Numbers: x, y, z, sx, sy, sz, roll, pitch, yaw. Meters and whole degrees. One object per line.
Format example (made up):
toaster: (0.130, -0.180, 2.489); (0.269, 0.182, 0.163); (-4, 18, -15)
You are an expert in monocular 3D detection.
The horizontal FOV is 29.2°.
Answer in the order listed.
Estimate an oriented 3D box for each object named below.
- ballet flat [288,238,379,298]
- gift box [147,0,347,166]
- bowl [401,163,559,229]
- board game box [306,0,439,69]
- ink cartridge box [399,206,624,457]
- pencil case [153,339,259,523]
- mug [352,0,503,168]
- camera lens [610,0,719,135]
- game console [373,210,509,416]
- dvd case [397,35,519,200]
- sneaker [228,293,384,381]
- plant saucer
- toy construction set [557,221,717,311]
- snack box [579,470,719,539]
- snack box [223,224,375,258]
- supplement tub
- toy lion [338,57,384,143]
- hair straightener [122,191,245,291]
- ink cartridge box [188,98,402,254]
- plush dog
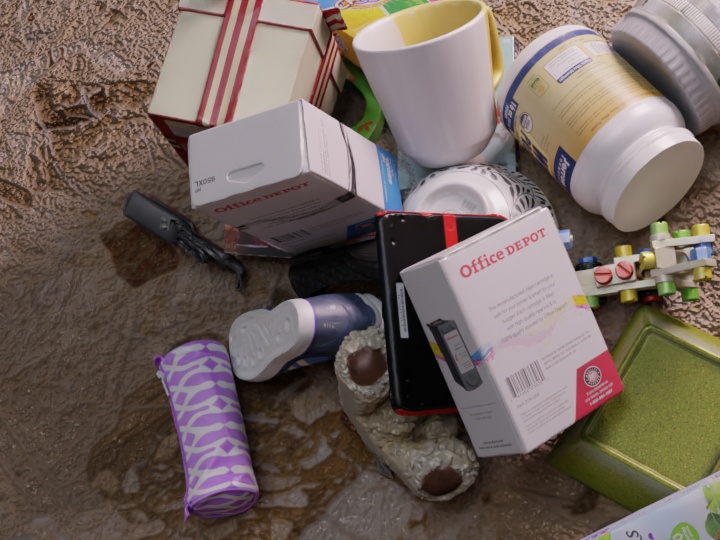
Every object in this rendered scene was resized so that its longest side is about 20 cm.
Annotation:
ballet flat: (0.000, 0.000, 1.489); (0.199, 0.057, 0.066); (-6, 17, 46)
gift box: (-0.116, -0.218, 1.543); (0.183, 0.200, 0.188); (12, 74, 10)
bowl: (0.109, -0.039, 1.493); (0.199, 0.094, 0.202); (-6, 71, 18)
board game box: (0.023, -0.313, 1.650); (0.152, 0.041, 0.200); (-30, 45, -21)
ink cartridge box: (0.148, 0.060, 1.337); (0.147, 0.085, 0.201); (-25, 92, -31)
pencil case: (-0.169, 0.171, 1.510); (0.085, 0.084, 0.201); (-5, 56, -21)
mug: (0.099, -0.206, 1.516); (0.186, 0.154, 0.149); (-24, 25, -13)
camera lens: (0.388, -0.263, 1.473); (0.200, 0.160, 0.160); (-41, 59, -2)
game console: (0.094, 0.040, 1.377); (0.031, 0.176, 0.202); (-20, 74, 58)
dvd case: (0.114, -0.176, 1.612); (0.145, 0.022, 0.201); (-6, 66, 18)
sneaker: (-0.046, 0.074, 1.523); (0.200, 0.146, 0.081); (-28, 66, 57)
plant saucer: (0.313, 0.146, 1.369); (0.199, 0.048, 0.201); (27, 77, 29)
toy construction set: (0.263, -0.005, 1.405); (0.198, 0.131, 0.093); (6, 84, 18)
snack box: (0.303, 0.282, 1.276); (0.199, 0.053, 0.143); (-27, 82, 6)
snack box: (-0.063, -0.049, 1.575); (0.199, 0.024, 0.073); (4, 93, 23)
supplement tub: (0.255, -0.152, 1.477); (0.144, 0.145, 0.200); (-38, 58, -1)
toy lion: (-0.049, -0.146, 1.639); (0.200, 0.069, 0.192); (-43, 66, -4)
hair straightener: (-0.212, -0.035, 1.633); (0.200, 0.077, 0.041); (38, 100, 27)
ink cartridge box: (-0.066, -0.093, 1.445); (0.144, 0.200, 0.085); (-15, 70, 26)
plush dog: (0.068, 0.115, 1.433); (0.171, 0.160, 0.201); (-37, 100, -14)
